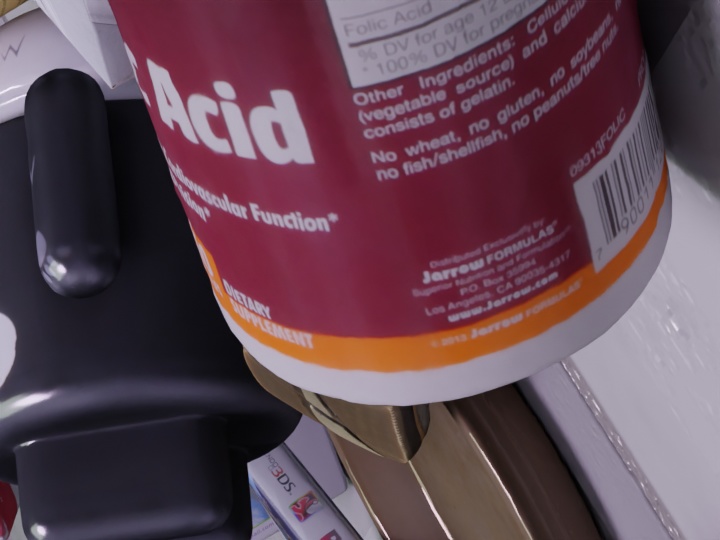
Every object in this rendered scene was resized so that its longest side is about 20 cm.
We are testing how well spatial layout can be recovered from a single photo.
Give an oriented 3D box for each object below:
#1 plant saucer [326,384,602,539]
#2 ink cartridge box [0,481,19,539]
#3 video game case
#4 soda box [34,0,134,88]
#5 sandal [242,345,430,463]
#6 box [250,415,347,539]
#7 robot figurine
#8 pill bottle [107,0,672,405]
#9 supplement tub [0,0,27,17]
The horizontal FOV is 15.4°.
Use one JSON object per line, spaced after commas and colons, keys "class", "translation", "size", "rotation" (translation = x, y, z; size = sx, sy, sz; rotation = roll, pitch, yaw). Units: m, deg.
{"class": "plant saucer", "translation": [0.038, 0.080, 0.928], "size": [0.200, 0.029, 0.200], "rotation": [55, 166, 22]}
{"class": "ink cartridge box", "translation": [-0.219, 0.048, 1.021], "size": [0.145, 0.145, 0.200], "rotation": [64, -179, -8]}
{"class": "video game case", "translation": [0.030, 0.171, 1.080], "size": [0.182, 0.023, 0.200], "rotation": [47, 171, 44]}
{"class": "soda box", "translation": [-0.094, -0.136, 0.720], "size": [0.200, 0.063, 0.068], "rotation": [47, 162, 39]}
{"class": "sandal", "translation": [0.000, 0.000, 0.784], "size": [0.080, 0.054, 0.200], "rotation": [31, 163, 14]}
{"class": "box", "translation": [-0.098, 0.020, 1.130], "size": [0.112, 0.101, 0.200], "rotation": [42, 156, 52]}
{"class": "robot figurine", "translation": [-0.083, 0.003, 0.929], "size": [0.150, 0.125, 0.200], "rotation": [-34, 57, 51]}
{"class": "pill bottle", "translation": [-0.002, -0.077, 0.581], "size": [0.114, 0.114, 0.200], "rotation": [45, 159, 47]}
{"class": "supplement tub", "translation": [-0.184, -0.133, 0.903], "size": [0.145, 0.200, 0.145], "rotation": [48, 161, 23]}
